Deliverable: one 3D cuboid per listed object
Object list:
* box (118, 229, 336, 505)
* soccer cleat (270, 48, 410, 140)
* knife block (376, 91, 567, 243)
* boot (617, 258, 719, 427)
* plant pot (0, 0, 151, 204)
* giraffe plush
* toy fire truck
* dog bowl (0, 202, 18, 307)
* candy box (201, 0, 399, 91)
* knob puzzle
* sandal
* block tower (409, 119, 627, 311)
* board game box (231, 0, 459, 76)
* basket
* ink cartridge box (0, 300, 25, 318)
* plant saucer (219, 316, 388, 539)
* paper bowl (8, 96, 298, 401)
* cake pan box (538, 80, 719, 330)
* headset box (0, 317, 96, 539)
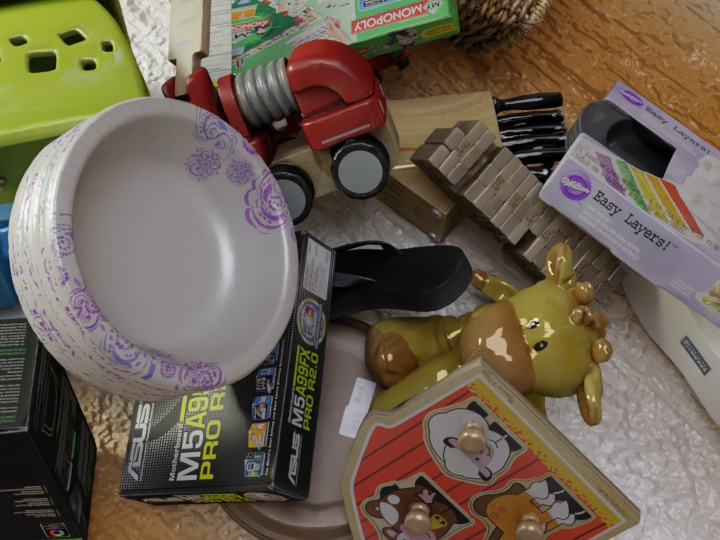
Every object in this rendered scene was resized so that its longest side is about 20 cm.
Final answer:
[{"bbox_3d":[-0.103,0.079,0.825,0.159,0.044,0.201,-9,64,34],"label":"box"},{"bbox_3d":[-0.049,-0.178,0.947,0.199,0.069,0.086,-32,78,3],"label":"soccer cleat"},{"bbox_3d":[0.086,-0.123,0.946,0.199,0.064,0.176,36,71,12],"label":"knife block"},{"bbox_3d":[0.301,0.040,0.892,0.090,0.073,0.201,-19,70,-25],"label":"boot"},{"bbox_3d":[-0.267,-0.129,0.872,0.198,0.199,0.183,-12,64,-7],"label":"plant pot"},{"bbox_3d":[0.116,0.070,0.798,0.200,0.162,0.173,-35,88,-23],"label":"giraffe plush"},{"bbox_3d":[-0.078,-0.148,0.841,0.175,0.129,0.201,-19,112,10],"label":"toy fire truck"},{"bbox_3d":[-0.267,-0.008,0.828,0.198,0.112,0.050,-8,60,-5],"label":"dog bowl"},{"bbox_3d":[-0.064,-0.225,1.002,0.198,0.026,0.103,-9,69,-5],"label":"candy box"},{"bbox_3d":[0.071,0.175,0.774,0.218,0.221,0.031,13,33,4],"label":"knob puzzle"},{"bbox_3d":[0.001,0.000,0.850,0.199,0.043,0.076,-8,37,40],"label":"sandal"},{"bbox_3d":[0.134,-0.042,0.869,0.200,0.058,0.054,43,86,-15],"label":"block tower"},{"bbox_3d":[-0.018,-0.240,0.902,0.199,0.029,0.136,-11,68,20],"label":"board game box"},{"bbox_3d":[0.140,-0.297,0.970,0.148,0.143,0.201,27,81,14],"label":"basket"},{"bbox_3d":[-0.284,0.042,0.882,0.198,0.037,0.095,-12,74,-9],"label":"ink cartridge box"},{"bbox_3d":[-0.035,0.126,0.862,0.198,0.030,0.202,1,67,-2],"label":"plant saucer"},{"bbox_3d":[-0.148,-0.011,0.737,0.200,0.104,0.202,14,69,-41],"label":"paper bowl"},{"bbox_3d":[0.254,-0.060,0.875,0.200,0.052,0.184,37,36,5],"label":"cake pan box"},{"bbox_3d":[-0.296,0.131,0.766,0.173,0.201,0.093,-2,53,-3],"label":"headset box"}]
